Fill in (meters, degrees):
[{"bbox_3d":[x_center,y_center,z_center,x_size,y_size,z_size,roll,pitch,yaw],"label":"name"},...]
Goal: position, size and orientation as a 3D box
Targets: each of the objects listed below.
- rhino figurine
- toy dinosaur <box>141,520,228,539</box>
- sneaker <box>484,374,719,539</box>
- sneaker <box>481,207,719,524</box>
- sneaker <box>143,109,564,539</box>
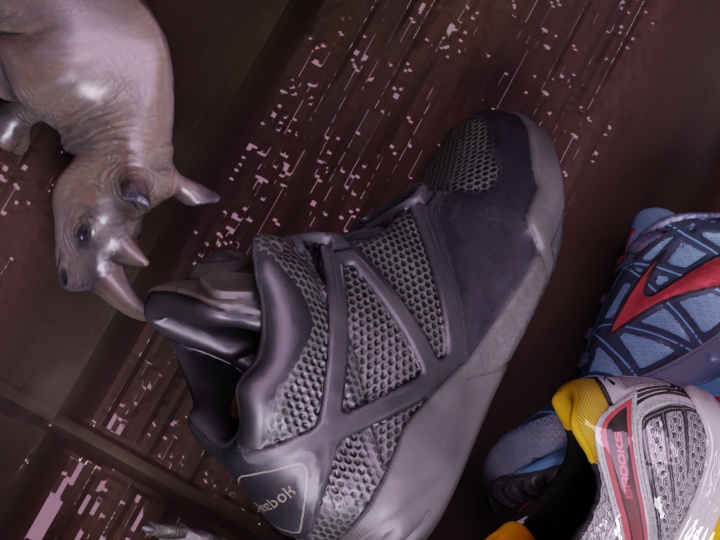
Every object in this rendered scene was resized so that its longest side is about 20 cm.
[{"bbox_3d":[-0.106,-0.075,0.956,0.087,0.060,0.200,-26,77,28],"label":"rhino figurine"},{"bbox_3d":[-0.036,0.128,0.932,0.088,0.048,0.200,5,55,6],"label":"toy dinosaur"},{"bbox_3d":[0.065,0.125,0.910,0.082,0.078,0.200,20,98,-13],"label":"sneaker"},{"bbox_3d":[0.118,0.026,0.993,0.200,0.079,0.096,-29,61,-20],"label":"sneaker"},{"bbox_3d":[0.000,0.000,0.941,0.114,0.076,0.200,38,56,-17],"label":"sneaker"}]
